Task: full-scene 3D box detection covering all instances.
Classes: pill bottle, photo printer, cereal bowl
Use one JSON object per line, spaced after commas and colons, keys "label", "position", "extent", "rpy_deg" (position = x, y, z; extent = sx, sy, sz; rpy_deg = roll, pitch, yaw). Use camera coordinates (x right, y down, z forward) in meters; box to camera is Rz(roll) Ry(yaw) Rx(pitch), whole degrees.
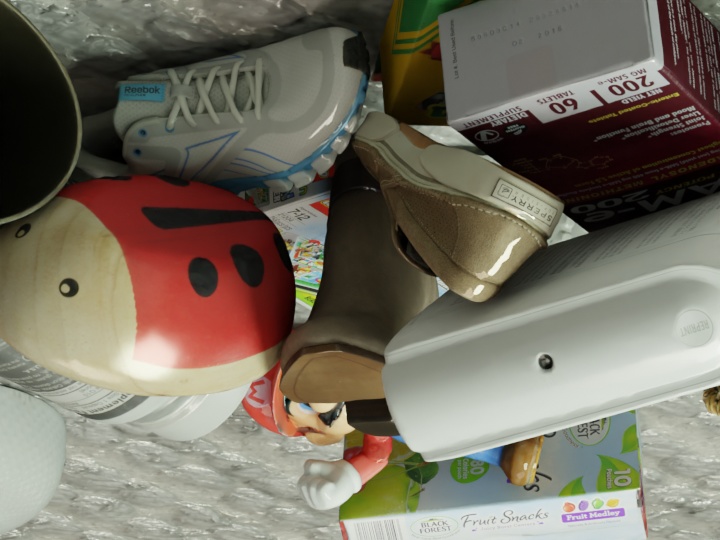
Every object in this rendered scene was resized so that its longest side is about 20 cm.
{"label": "pill bottle", "position": [-0.154, 0.017, 1.413], "extent": [0.113, 0.114, 0.200], "rpy_deg": [-20, 145, 34]}
{"label": "photo printer", "position": [0.128, 0.019, 1.221], "extent": [0.199, 0.070, 0.166], "rpy_deg": [-18, -172, 26]}
{"label": "cereal bowl", "position": [-0.305, 0.147, 1.799], "extent": [0.199, 0.084, 0.200], "rpy_deg": [-4, 156, -2]}

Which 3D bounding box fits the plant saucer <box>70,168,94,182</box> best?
{"label": "plant saucer", "position": [-0.235, -0.008, 1.494], "extent": [0.199, 0.050, 0.200], "rpy_deg": [-2, 157, -1]}

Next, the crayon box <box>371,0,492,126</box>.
{"label": "crayon box", "position": [0.082, -0.121, 1.274], "extent": [0.126, 0.051, 0.200], "rpy_deg": [0, 157, -9]}

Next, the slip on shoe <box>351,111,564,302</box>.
{"label": "slip on shoe", "position": [0.037, -0.030, 1.250], "extent": [0.076, 0.061, 0.200], "rpy_deg": [26, -178, -23]}

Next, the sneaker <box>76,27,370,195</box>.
{"label": "sneaker", "position": [-0.079, -0.079, 1.330], "extent": [0.086, 0.075, 0.200], "rpy_deg": [24, 144, -37]}

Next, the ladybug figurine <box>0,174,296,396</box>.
{"label": "ladybug figurine", "position": [-0.103, 0.001, 1.290], "extent": [0.200, 0.136, 0.072], "rpy_deg": [-7, 135, -52]}

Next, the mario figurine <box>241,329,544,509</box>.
{"label": "mario figurine", "position": [0.019, 0.086, 1.646], "extent": [0.199, 0.124, 0.106], "rpy_deg": [7, 144, 6]}

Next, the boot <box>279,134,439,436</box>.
{"label": "boot", "position": [0.000, 0.000, 1.349], "extent": [0.070, 0.147, 0.200], "rpy_deg": [-1, 164, 9]}

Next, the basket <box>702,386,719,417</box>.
{"label": "basket", "position": [0.308, 0.026, 1.375], "extent": [0.200, 0.143, 0.149], "rpy_deg": [-30, 150, -40]}

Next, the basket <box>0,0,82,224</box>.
{"label": "basket", "position": [-0.264, -0.058, 1.282], "extent": [0.180, 0.137, 0.200], "rpy_deg": [18, 153, -30]}

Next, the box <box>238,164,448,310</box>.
{"label": "box", "position": [-0.005, -0.016, 1.522], "extent": [0.110, 0.035, 0.200], "rpy_deg": [-17, 153, 27]}

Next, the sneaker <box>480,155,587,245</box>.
{"label": "sneaker", "position": [0.114, -0.015, 1.504], "extent": [0.199, 0.076, 0.081], "rpy_deg": [22, 175, -29]}

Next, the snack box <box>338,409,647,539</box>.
{"label": "snack box", "position": [0.089, 0.126, 1.724], "extent": [0.199, 0.143, 0.053], "rpy_deg": [-6, 128, 8]}

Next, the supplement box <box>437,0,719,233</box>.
{"label": "supplement box", "position": [0.130, -0.075, 1.247], "extent": [0.108, 0.061, 0.200], "rpy_deg": [-16, 155, 25]}
